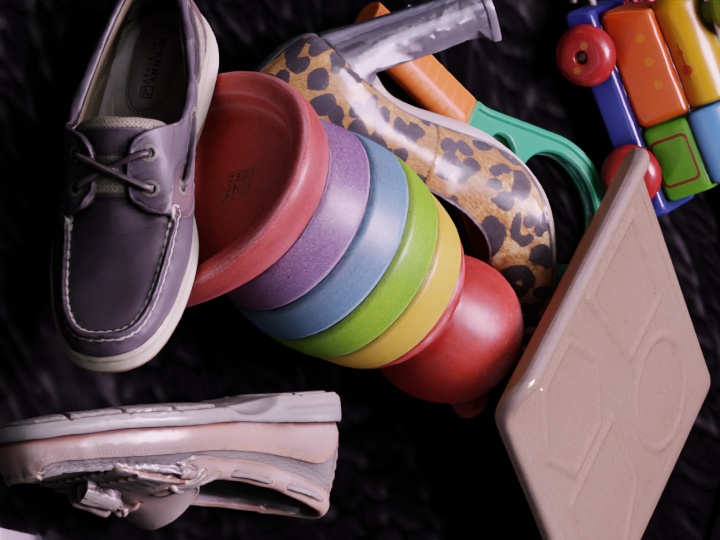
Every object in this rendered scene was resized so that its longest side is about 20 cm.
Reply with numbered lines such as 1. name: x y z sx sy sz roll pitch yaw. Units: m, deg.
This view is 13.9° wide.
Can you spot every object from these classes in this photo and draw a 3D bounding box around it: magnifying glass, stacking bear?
1. magnifying glass: 0.066 -0.068 1.568 0.200 0.022 0.080 45 52 -27
2. stacking bear: 0.000 0.000 1.426 0.200 0.114 0.122 34 59 -38

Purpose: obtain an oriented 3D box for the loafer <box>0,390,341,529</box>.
1. loafer: -0.081 0.091 1.348 0.200 0.072 0.063 -3 87 -47

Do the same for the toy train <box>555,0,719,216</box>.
1. toy train: 0.170 -0.139 1.607 0.085 0.115 0.201 -27 97 -60

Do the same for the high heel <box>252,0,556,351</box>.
1. high heel: 0.019 -0.034 1.495 0.142 0.071 0.201 -20 107 -14

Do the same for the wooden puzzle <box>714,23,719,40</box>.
1. wooden puzzle: 0.284 -0.081 1.725 0.185 0.046 0.201 -26 104 -52

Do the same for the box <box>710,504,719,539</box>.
1. box: 0.298 0.157 1.678 0.200 0.079 0.141 41 50 -28

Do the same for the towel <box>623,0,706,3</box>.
1. towel: 0.197 -0.191 1.719 0.200 0.030 0.147 46 50 -24

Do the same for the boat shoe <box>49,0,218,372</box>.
1. boat shoe: -0.107 -0.051 1.347 0.065 0.072 0.200 71 25 -56

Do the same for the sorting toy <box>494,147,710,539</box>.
1. sorting toy: 0.123 0.065 1.524 0.185 0.036 0.200 -60 146 -36
